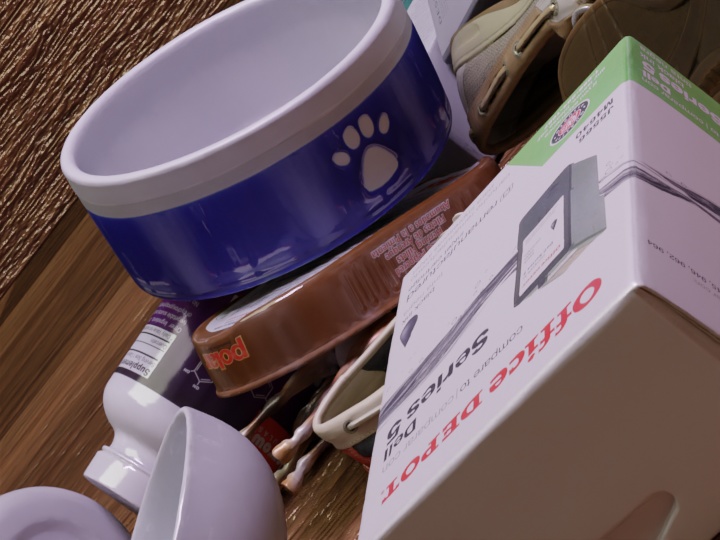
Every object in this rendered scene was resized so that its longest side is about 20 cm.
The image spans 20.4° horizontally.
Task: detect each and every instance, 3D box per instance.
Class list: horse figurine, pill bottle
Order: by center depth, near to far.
[{"bbox_3d":[-0.002,0.057,1.003,0.133,0.050,0.200,-44,4,-14],"label":"horse figurine"},{"bbox_3d":[-0.068,0.052,1.126,0.201,0.112,0.112,-57,13,-12],"label":"pill bottle"},{"bbox_3d":[-0.204,0.212,1.143,0.200,0.112,0.113,-48,13,48],"label":"pill bottle"}]

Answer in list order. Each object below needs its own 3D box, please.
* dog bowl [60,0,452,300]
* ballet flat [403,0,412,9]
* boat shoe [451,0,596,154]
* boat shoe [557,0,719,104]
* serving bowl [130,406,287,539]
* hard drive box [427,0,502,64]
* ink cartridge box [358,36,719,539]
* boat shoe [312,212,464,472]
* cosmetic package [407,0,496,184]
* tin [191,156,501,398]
[{"bbox_3d":[-0.054,-0.074,1.061,0.199,0.079,0.200,-24,25,12],"label":"dog bowl"},{"bbox_3d":[0.030,-0.153,1.462,0.200,0.069,0.063,-45,-13,25],"label":"ballet flat"},{"bbox_3d":[0.111,-0.119,1.013,0.200,0.073,0.064,-28,64,55],"label":"boat shoe"},{"bbox_3d":[0.157,-0.106,0.864,0.063,0.074,0.201,-12,-15,-30],"label":"boat shoe"},{"bbox_3d":[-0.073,0.166,0.895,0.200,0.065,0.201,-165,90,-80],"label":"serving bowl"},{"bbox_3d":[0.081,-0.224,1.081,0.200,0.076,0.157,123,135,-72],"label":"hard drive box"},{"bbox_3d":[0.081,0.026,0.722,0.146,0.084,0.200,-48,14,25],"label":"ink cartridge box"},{"bbox_3d":[0.056,0.008,0.873,0.200,0.062,0.071,-55,20,14],"label":"boat shoe"},{"bbox_3d":[0.066,-0.137,1.227,0.101,0.071,0.201,-35,23,56],"label":"cosmetic package"},{"bbox_3d":[0.000,0.000,1.016,0.200,0.042,0.112,-34,12,-36],"label":"tin"}]
